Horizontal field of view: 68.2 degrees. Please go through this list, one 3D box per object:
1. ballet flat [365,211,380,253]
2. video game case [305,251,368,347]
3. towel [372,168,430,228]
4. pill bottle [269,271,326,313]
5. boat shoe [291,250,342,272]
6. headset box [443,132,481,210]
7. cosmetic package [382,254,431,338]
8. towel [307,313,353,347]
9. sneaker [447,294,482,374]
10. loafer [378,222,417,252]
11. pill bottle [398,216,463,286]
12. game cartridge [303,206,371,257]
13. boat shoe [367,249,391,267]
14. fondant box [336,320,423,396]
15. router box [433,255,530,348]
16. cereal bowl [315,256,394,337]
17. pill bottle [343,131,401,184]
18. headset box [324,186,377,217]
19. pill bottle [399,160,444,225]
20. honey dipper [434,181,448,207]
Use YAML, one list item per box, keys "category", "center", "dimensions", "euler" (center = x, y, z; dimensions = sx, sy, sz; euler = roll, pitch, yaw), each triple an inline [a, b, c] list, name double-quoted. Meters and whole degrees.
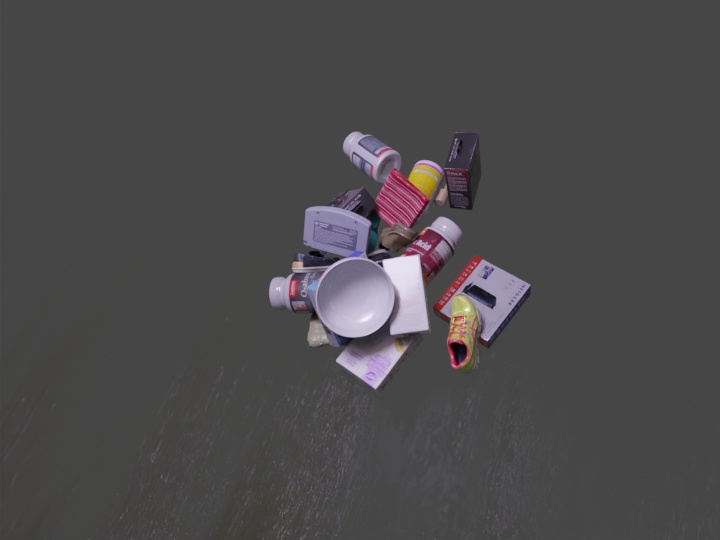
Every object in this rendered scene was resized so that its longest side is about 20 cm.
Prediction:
- category: "ballet flat"
  center: [0.022, -0.124, 1.670]
  dimensions: [0.071, 0.072, 0.201]
  euler: [3, 56, 20]
- category: "video game case"
  center: [-0.034, 0.075, 1.435]
  dimensions: [0.045, 0.182, 0.200]
  euler: [5, 35, 48]
- category: "towel"
  center: [0.113, -0.194, 1.572]
  dimensions: [0.145, 0.200, 0.022]
  euler: [43, 55, 9]
- category: "pill bottle"
  center: [-0.149, 0.064, 1.509]
  dimensions: [0.198, 0.116, 0.117]
  euler: [-3, 56, 15]
- category: "boat shoe"
  center: [-0.124, -0.029, 1.575]
  dimensions: [0.074, 0.199, 0.063]
  euler: [-2, 92, 39]
- category: "headset box"
  center: [0.310, -0.305, 1.602]
  dimensions: [0.077, 0.200, 0.150]
  euler: [8, 60, 22]
- category: "cosmetic package"
  center: [0.121, 0.069, 1.387]
  dimensions: [0.101, 0.071, 0.201]
  euler: [-8, 74, 11]
- category: "towel"
  center: [-0.073, 0.129, 1.536]
  dimensions: [0.147, 0.037, 0.201]
  euler: [-4, 55, 14]
- category: "sneaker"
  center: [0.254, 0.158, 1.328]
  dimensions: [0.078, 0.090, 0.202]
  euler: [-11, 78, 35]
- category: "loafer"
  center: [0.107, -0.090, 1.559]
  dimensions: [0.076, 0.200, 0.068]
  euler: [25, 81, -11]
- category: "pill bottle"
  center: [0.197, -0.051, 1.520]
  dimensions: [0.114, 0.114, 0.200]
  euler: [31, 71, 32]
- category: "game cartridge"
  center: [-0.068, -0.114, 1.543]
  dimensions: [0.199, 0.134, 0.041]
  euler: [15, 32, 13]
- category: "boat shoe"
  center: [0.000, 0.000, 1.574]
  dimensions: [0.199, 0.076, 0.061]
  euler: [-26, 50, -1]
- category: "fondant box"
  center: [0.053, 0.212, 1.425]
  dimensions: [0.144, 0.058, 0.200]
  euler: [29, 71, 31]
- category: "router box"
  center: [0.327, 0.080, 1.429]
  dimensions: [0.179, 0.049, 0.200]
  euler: [31, 71, 32]
- category: "cereal bowl"
  center: [-0.016, 0.062, 1.337]
  dimensions: [0.199, 0.201, 0.083]
  euler: [-26, 12, -1]
- category: "pill bottle"
  center: [0.035, -0.389, 1.800]
  dimensions: [0.119, 0.120, 0.200]
  euler: [-40, 54, -10]
- category: "headset box"
  center: [-0.047, -0.181, 1.652]
  dimensions: [0.149, 0.075, 0.200]
  euler: [-45, 19, -13]
- category: "pill bottle"
  center: [0.182, -0.239, 1.659]
  dimensions: [0.104, 0.104, 0.201]
  euler: [14, 62, 26]
- category: "honey dipper"
  center: [0.285, -0.289, 1.702]
  dimensions: [0.038, 0.038, 0.201]
  euler: [12, 60, 25]
